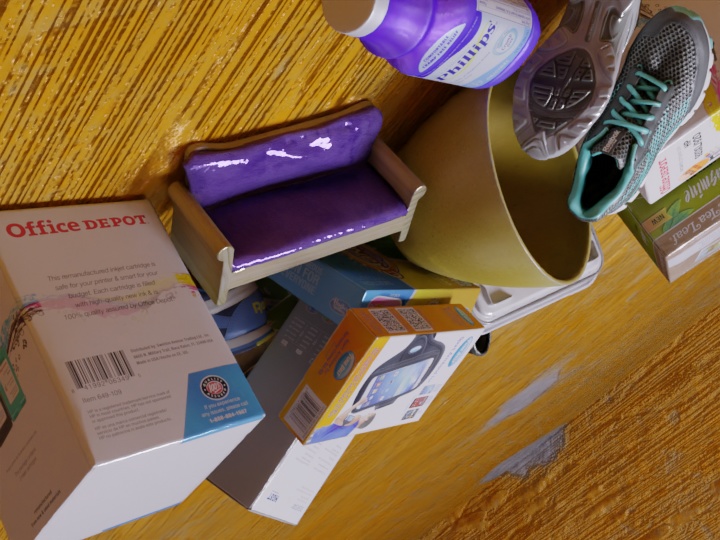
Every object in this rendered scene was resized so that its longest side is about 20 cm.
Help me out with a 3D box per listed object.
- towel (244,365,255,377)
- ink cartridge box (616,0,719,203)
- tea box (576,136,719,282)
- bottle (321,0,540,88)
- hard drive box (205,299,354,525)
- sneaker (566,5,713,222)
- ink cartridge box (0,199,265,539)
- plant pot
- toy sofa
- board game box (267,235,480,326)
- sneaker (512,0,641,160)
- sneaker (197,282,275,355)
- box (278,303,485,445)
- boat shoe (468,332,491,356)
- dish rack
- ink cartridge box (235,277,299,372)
[{"bbox_3d":[-0.104,0.126,1.109,0.111,0.049,0.200,-38,180,4],"label":"towel"},{"bbox_3d":[0.316,-0.190,0.971,0.200,0.145,0.147,-36,160,10],"label":"ink cartridge box"},{"bbox_3d":[0.364,-0.130,1.102,0.200,0.197,0.134,-36,159,8],"label":"tea box"},{"bbox_3d":[0.053,-0.181,0.726,0.084,0.065,0.199,-44,157,30],"label":"bottle"},{"bbox_3d":[-0.054,0.132,0.955,0.201,0.077,0.156,-56,160,-10],"label":"hard drive box"},{"bbox_3d":[0.231,-0.121,0.843,0.091,0.077,0.201,-39,152,-54],"label":"sneaker"},{"bbox_3d":[-0.200,0.072,0.735,0.146,0.201,0.146,-9,151,-46],"label":"ink cartridge box"},{"bbox_3d":[0.104,-0.070,0.918,0.141,0.201,0.200,-15,171,33],"label":"plant pot"},{"bbox_3d":[-0.048,-0.058,0.806,0.199,0.083,0.098,-19,144,-32],"label":"toy sofa"},{"bbox_3d":[0.000,0.000,0.930,0.200,0.153,0.041,0,118,-56],"label":"board game box"},{"bbox_3d":[0.193,-0.184,0.838,0.201,0.078,0.099,-66,160,12],"label":"sneaker"},{"bbox_3d":[-0.180,0.046,0.901,0.199,0.083,0.074,-12,-173,-11],"label":"sneaker"},{"bbox_3d":[0.030,0.087,0.878,0.199,0.041,0.119,2,128,-52],"label":"box"},{"bbox_3d":[0.122,-0.003,1.097,0.070,0.063,0.201,-23,121,-37],"label":"boat shoe"},{"bbox_3d":[0.164,-0.040,1.048,0.199,0.173,0.043,-22,-179,-24],"label":"dish rack"},{"bbox_3d":[-0.116,0.048,1.000,0.200,0.059,0.104,-38,161,16],"label":"ink cartridge box"}]
